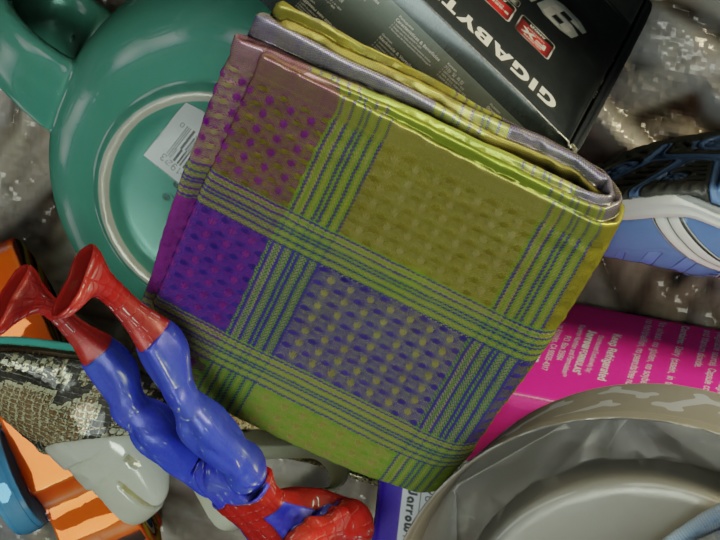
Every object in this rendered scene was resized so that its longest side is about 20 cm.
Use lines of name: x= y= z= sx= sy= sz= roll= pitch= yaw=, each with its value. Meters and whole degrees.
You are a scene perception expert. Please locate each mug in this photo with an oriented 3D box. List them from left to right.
mug: x=-0.060 y=-0.045 z=1.045 sx=0.185 sy=0.114 sz=0.152 roll=-5 pitch=110 yaw=15

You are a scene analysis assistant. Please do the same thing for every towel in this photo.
towel: x=0.000 y=0.000 z=0.944 sx=0.144 sy=0.023 sz=0.200 roll=25 pitch=139 yaw=-1

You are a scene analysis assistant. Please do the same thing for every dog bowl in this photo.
dog bowl: x=0.110 y=0.132 z=0.995 sx=0.200 sy=0.059 sz=0.200 roll=5 pitch=114 yaw=11

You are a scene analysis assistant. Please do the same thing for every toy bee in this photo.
toy bee: x=-0.125 y=0.090 z=1.131 sx=0.131 sy=0.109 sz=0.200 roll=-3 pitch=81 yaw=6

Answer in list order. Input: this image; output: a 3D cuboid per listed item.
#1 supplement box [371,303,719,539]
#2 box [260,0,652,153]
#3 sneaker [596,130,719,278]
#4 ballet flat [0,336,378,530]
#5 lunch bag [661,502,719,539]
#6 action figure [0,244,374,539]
supplement box: x=0.114 y=0.084 z=1.061 sx=0.200 sy=0.103 sz=0.101 roll=11 pitch=114 yaw=11
box: x=0.010 y=-0.127 z=0.969 sx=0.200 sy=0.159 sz=0.046 roll=44 pitch=119 yaw=-5
sneaker: x=0.172 y=-0.011 z=1.023 sx=0.200 sy=0.076 sz=0.077 roll=1 pitch=112 yaw=18
ballet flat: x=-0.064 y=0.067 z=1.061 sx=0.068 sy=0.200 sz=0.075 roll=-21 pitch=70 yaw=55
lunch bag: x=0.135 y=0.184 z=0.912 sx=0.200 sy=0.127 sz=0.170 roll=-37 pitch=102 yaw=18
action figure: x=-0.065 y=0.092 z=0.987 sx=0.065 sy=0.099 sz=0.200 roll=-14 pitch=133 yaw=44
